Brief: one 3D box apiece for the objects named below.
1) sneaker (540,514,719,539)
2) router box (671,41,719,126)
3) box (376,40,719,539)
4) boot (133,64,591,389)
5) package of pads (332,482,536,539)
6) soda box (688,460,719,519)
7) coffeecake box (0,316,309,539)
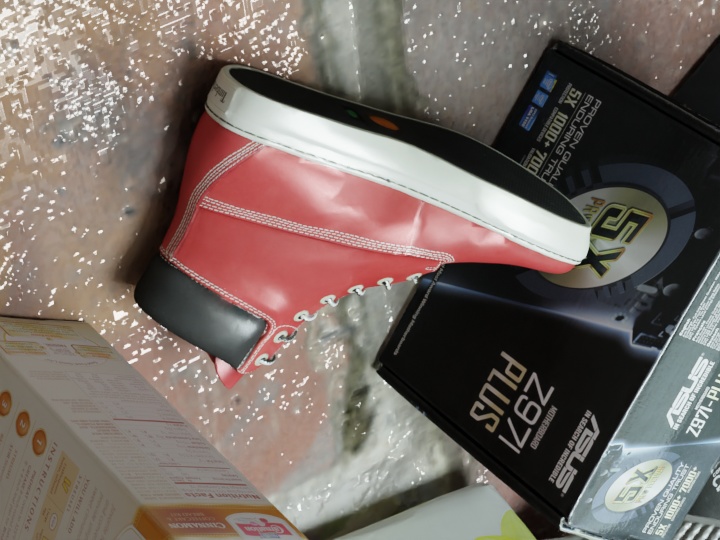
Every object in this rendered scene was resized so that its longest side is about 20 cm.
[{"bbox_3d":[0.165,0.191,1.218,0.114,0.200,0.073,43,51,-47],"label":"sneaker"},{"bbox_3d":[0.256,-0.086,1.129,0.200,0.150,0.062,-50,134,-3],"label":"router box"},{"bbox_3d":[0.124,0.012,1.077,0.086,0.164,0.200,20,103,-43],"label":"box"},{"bbox_3d":[0.000,0.000,1.018,0.199,0.072,0.145,17,107,-19],"label":"boot"},{"bbox_3d":[0.023,0.205,1.123,0.199,0.155,0.068,-18,139,-26],"label":"package of pads"},{"bbox_3d":[0.208,0.167,1.297,0.063,0.071,0.200,-43,134,-10],"label":"soda box"},{"bbox_3d":[-0.122,0.133,0.933,0.073,0.200,0.154,5,113,-39],"label":"coffeecake box"}]
